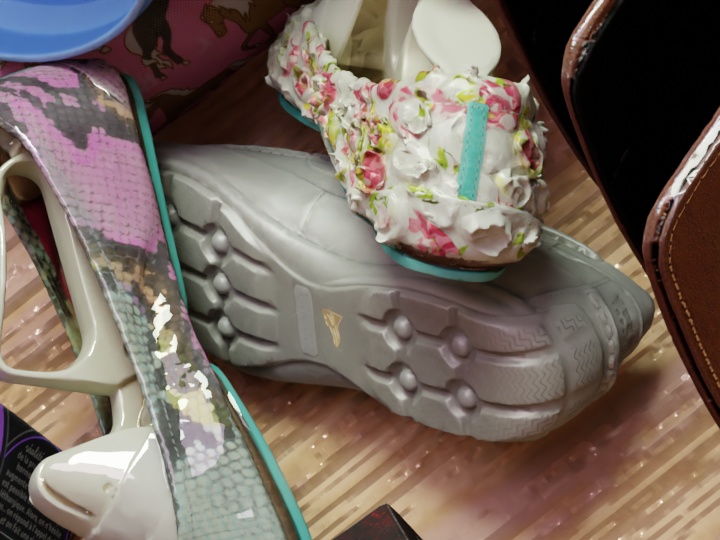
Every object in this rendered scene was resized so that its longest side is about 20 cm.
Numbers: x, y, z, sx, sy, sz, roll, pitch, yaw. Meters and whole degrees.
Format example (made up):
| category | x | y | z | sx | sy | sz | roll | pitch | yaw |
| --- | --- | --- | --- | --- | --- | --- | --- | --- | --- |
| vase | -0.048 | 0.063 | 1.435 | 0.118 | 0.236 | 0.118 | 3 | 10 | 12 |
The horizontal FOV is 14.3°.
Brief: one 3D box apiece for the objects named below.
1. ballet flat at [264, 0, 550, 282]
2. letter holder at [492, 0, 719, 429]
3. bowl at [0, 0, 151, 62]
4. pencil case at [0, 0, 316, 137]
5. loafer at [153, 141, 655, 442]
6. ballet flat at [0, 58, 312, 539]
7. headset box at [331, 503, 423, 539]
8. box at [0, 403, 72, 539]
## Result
| category | x | y | z | sx | sy | sz | roll | pitch | yaw |
| --- | --- | --- | --- | --- | --- | --- | --- | --- | --- |
| ballet flat | 0.018 | -0.057 | 0.851 | 0.076 | 0.064 | 0.200 | 4 | 19 | -16 |
| letter holder | 0.101 | -0.033 | 0.770 | 0.101 | 0.200 | 0.142 | 27 | 78 | 32 |
| bowl | -0.131 | -0.151 | 0.836 | 0.201 | 0.201 | 0.039 | 18 | 52 | 29 |
| pencil case | -0.044 | -0.116 | 0.948 | 0.200 | 0.083 | 0.087 | -37 | 85 | 2 |
| loafer | 0.000 | 0.000 | 0.885 | 0.200 | 0.070 | 0.070 | 23 | 36 | 37 |
| ballet flat | -0.074 | 0.032 | 0.862 | 0.071 | 0.069 | 0.200 | -16 | 78 | -26 |
| headset box | 0.004 | 0.190 | 0.773 | 0.149 | 0.077 | 0.200 | -34 | 55 | 4 |
| box | -0.207 | 0.077 | 0.892 | 0.200 | 0.122 | 0.106 | 8 | 69 | 27 |
